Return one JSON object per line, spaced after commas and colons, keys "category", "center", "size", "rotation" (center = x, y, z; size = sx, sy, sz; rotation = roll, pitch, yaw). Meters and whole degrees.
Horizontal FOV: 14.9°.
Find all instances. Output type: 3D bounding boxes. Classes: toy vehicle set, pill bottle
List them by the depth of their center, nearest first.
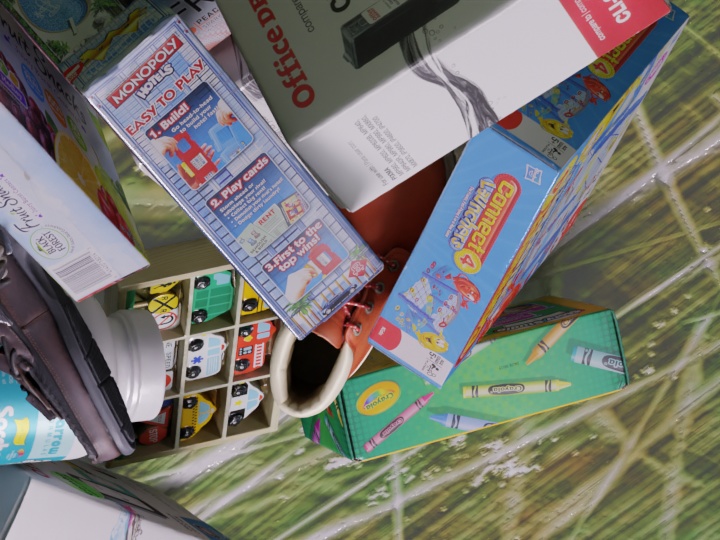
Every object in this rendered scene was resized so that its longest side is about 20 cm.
{"category": "pill bottle", "center": [-0.223, 0.063, 1.667], "size": [0.200, 0.111, 0.111], "rotation": [-3, 141, -23]}
{"category": "toy vehicle set", "center": [-0.108, 0.051, 1.806], "size": [0.124, 0.027, 0.200], "rotation": [-13, 144, -17]}

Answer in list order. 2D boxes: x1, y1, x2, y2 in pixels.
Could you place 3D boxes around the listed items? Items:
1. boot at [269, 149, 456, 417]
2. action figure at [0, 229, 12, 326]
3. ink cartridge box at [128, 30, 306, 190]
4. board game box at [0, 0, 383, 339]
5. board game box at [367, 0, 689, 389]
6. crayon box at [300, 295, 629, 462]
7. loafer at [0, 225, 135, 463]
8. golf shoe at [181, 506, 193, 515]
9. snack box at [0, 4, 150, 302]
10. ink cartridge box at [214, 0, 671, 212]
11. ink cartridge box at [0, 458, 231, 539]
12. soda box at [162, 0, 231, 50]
{"category": "boot", "center": [0.000, 0.000, 1.703], "size": [0.075, 0.107, 0.200], "rotation": [24, 112, 3]}
{"category": "action figure", "center": [-0.254, -0.011, 1.503], "size": [0.200, 0.102, 0.119], "rotation": [-23, 118, 35]}
{"category": "ink cartridge box", "center": [-0.031, -0.118, 1.570], "size": [0.200, 0.084, 0.146], "rotation": [-32, 148, 11]}
{"category": "board game box", "center": [-0.099, -0.086, 1.370], "size": [0.062, 0.200, 0.200], "rotation": [-41, 146, -2]}
{"category": "board game box", "center": [0.102, -0.056, 1.671], "size": [0.196, 0.056, 0.200], "rotation": [-49, 169, -45]}
{"category": "crayon box", "center": [0.066, 0.071, 1.858], "size": [0.200, 0.058, 0.119], "rotation": [-14, -172, -15]}
{"category": "loafer", "center": [-0.199, 0.027, 1.594], "size": [0.063, 0.200, 0.072], "rotation": [-27, -176, 2]}
{"category": "golf shoe", "center": [-0.208, 0.202, 1.909], "size": [0.200, 0.078, 0.097], "rotation": [-21, 140, -7]}
{"category": "snack box", "center": [-0.191, -0.090, 1.461], "size": [0.053, 0.142, 0.200], "rotation": [-28, 147, 6]}
{"category": "ink cartridge box", "center": [0.034, -0.147, 1.411], "size": [0.200, 0.144, 0.084], "rotation": [-33, 145, 9]}
{"category": "ink cartridge box", "center": [-0.202, 0.201, 1.780], "size": [0.200, 0.147, 0.146], "rotation": [25, 91, -40]}
{"category": "soda box", "center": [-0.079, -0.176, 1.486], "size": [0.200, 0.064, 0.068], "rotation": [-35, 145, 14]}
